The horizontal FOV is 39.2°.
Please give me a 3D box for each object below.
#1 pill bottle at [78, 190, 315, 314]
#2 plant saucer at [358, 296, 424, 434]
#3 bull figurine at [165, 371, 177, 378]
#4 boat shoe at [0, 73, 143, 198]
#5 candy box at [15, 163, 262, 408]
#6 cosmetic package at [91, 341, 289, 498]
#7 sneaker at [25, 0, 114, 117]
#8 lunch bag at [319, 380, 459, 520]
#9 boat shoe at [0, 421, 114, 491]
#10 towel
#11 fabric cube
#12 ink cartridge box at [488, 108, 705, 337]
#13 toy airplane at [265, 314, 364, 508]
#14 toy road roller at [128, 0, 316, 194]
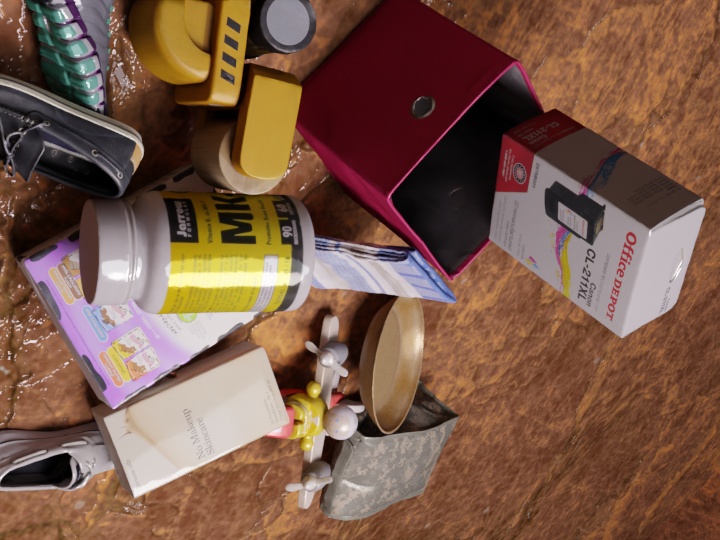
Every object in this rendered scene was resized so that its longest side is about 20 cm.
[{"bbox_3d":[-0.152,-0.016,0.940,0.199,0.114,0.115,-1,124,-26],"label":"pill bottle"},{"bbox_3d":[0.040,0.125,1.411,0.200,0.035,0.201,8,90,-69],"label":"plant saucer"},{"bbox_3d":[-0.187,0.050,1.138,0.200,0.065,0.122,-35,160,-25],"label":"bull figurine"},{"bbox_3d":[-0.282,-0.113,0.853,0.199,0.063,0.075,18,149,-25],"label":"boat shoe"},{"bbox_3d":[-0.212,0.011,1.016,0.200,0.071,0.168,-32,106,-21],"label":"candy box"},{"bbox_3d":[-0.195,0.168,1.170,0.199,0.073,0.104,-25,102,-24],"label":"cosmetic package"},{"bbox_3d":[-0.230,-0.210,0.868,0.087,0.074,0.201,-40,147,-29],"label":"sneaker"},{"bbox_3d":[0.026,0.272,1.519,0.199,0.117,0.165,-11,131,-46],"label":"lunch bag"},{"bbox_3d":[-0.335,0.221,1.147,0.199,0.065,0.074,0,122,-46],"label":"boat shoe"},{"bbox_3d":[0.000,0.000,1.199,0.147,0.199,0.024,44,58,-55],"label":"towel"},{"bbox_3d":[0.070,-0.151,1.118,0.196,0.199,0.200,-46,144,-2],"label":"fabric cube"},{"bbox_3d":[0.235,-0.051,1.040,0.083,0.200,0.146,-25,138,-28],"label":"ink cartridge box"},{"bbox_3d":[-0.055,0.190,1.341,0.199,0.141,0.201,-51,134,-30],"label":"toy airplane"},{"bbox_3d":[-0.138,-0.177,0.927,0.145,0.123,0.201,6,94,-30],"label":"toy road roller"}]
